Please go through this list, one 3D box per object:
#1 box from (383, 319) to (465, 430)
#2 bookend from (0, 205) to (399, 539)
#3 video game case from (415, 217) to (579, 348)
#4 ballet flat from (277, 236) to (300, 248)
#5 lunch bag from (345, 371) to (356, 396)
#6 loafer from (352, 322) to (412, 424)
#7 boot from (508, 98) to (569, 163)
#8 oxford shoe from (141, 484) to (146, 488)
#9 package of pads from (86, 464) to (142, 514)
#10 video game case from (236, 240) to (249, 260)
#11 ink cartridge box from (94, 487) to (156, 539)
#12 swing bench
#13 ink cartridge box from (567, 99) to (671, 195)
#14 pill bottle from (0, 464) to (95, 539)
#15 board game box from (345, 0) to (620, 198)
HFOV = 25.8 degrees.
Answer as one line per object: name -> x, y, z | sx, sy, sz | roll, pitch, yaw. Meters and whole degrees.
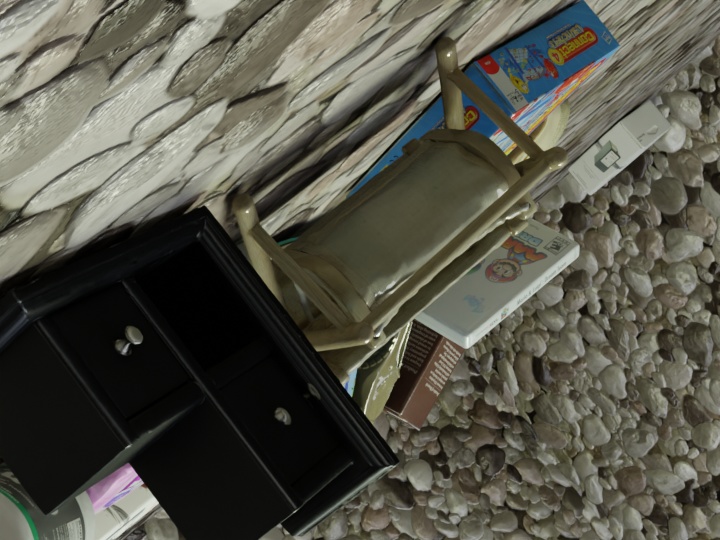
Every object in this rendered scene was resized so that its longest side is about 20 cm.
box -> 0.064, 0.058, 1.691 | 0.201, 0.100, 0.075 | -58, 151, -8
bookend -> -0.106, 0.086, 0.890 | 0.092, 0.199, 0.200 | -40, 175, 29
video game case -> 0.095, -0.017, 1.633 | 0.182, 0.200, 0.024 | -37, 141, -31
ballet flat -> -0.047, 0.002, 1.367 | 0.069, 0.070, 0.200 | -42, 174, 30
lunch bag -> -0.047, 0.097, 1.450 | 0.200, 0.094, 0.151 | -100, -160, -81
loafer -> 0.007, 0.083, 1.593 | 0.067, 0.076, 0.201 | -30, 145, -59
boot -> 0.132, -0.114, 1.655 | 0.200, 0.073, 0.155 | -46, 172, 19
oxford shoe -> -0.253, 0.186, 1.604 | 0.200, 0.070, 0.074 | -5, 109, -69
package of pads -> -0.224, 0.162, 1.421 | 0.120, 0.076, 0.200 | -39, 175, 4
video game case -> -0.171, 0.061, 1.235 | 0.182, 0.022, 0.200 | -37, 175, -28
ink cartridge box -> -0.307, 0.270, 1.734 | 0.200, 0.085, 0.146 | -40, 176, -26
swing bench -> 0.020, -0.027, 1.122 | 0.199, 0.130, 0.200 | -41, 169, -16
ink cartridge box -> 0.583, -0.277, 3.530 | 0.145, 0.084, 0.200 | -36, 174, -43
pill bottle -> -0.279, 0.211, 1.224 | 0.113, 0.113, 0.200 | -40, 176, 3
board game box -> 0.109, -0.133, 1.389 | 0.196, 0.056, 0.200 | -34, 173, -46
